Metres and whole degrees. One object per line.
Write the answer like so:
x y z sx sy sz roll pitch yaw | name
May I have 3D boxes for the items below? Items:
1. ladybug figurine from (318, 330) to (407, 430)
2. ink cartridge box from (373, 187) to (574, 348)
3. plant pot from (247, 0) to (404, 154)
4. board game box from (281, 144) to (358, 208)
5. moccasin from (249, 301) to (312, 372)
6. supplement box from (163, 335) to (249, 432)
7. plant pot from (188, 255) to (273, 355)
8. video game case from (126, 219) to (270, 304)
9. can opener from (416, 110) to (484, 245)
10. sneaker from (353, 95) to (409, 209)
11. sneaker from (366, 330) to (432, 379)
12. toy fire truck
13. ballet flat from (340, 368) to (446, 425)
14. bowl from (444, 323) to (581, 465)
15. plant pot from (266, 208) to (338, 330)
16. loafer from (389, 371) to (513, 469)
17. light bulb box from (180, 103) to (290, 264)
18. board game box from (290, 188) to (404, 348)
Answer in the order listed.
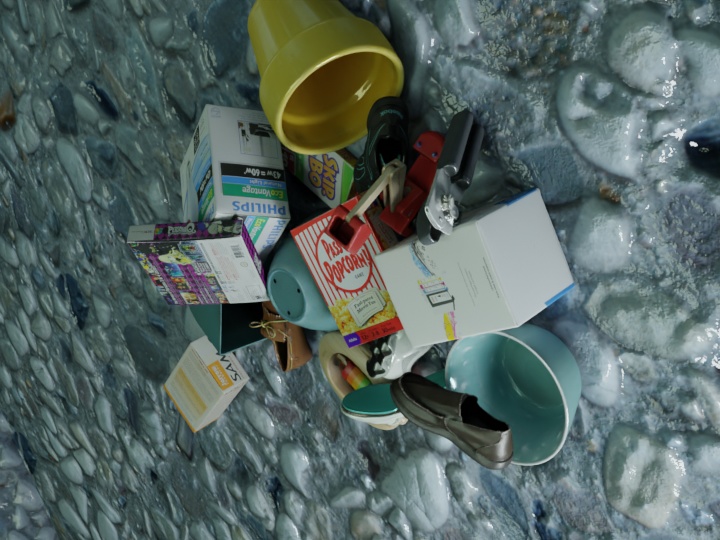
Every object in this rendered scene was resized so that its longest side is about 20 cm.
0.013 0.177 1.523 0.200 0.072 0.136 48 137 17 | ladybug figurine
0.151 0.000 1.232 0.199 0.146 0.146 -17 98 49 | ink cartridge box
-0.065 -0.299 1.282 0.190 0.199 0.201 62 142 26 | plant pot
-0.066 -0.172 1.461 0.200 0.030 0.096 40 134 21 | board game box
-0.145 0.098 1.602 0.073 0.077 0.203 36 152 37 | moccasin
-0.322 0.232 1.898 0.127 0.073 0.200 53 138 11 | supplement box
-0.243 0.024 1.664 0.200 0.140 0.143 39 135 40 | plant pot
-0.247 -0.009 1.437 0.178 0.036 0.201 -3 149 8 | video game case
0.112 -0.124 1.174 0.066 0.202 0.053 -16 131 42 | can opener
0.030 -0.147 1.304 0.202 0.074 0.080 94 174 -45 | sneaker
0.080 0.079 1.414 0.074 0.087 0.202 -118 43 -57 | sneaker
0.049 -0.108 1.227 0.049 0.141 0.201 37 98 28 | toy fire truck
0.070 0.208 1.425 0.197 0.069 0.070 -16 102 7 | ballet flat
0.226 0.155 1.266 0.199 0.104 0.203 24 126 37 | bowl
-0.073 0.016 1.482 0.199 0.134 0.203 23 126 36 | plant pot
0.131 0.190 1.260 0.199 0.073 0.072 29 125 22 | loafer
-0.209 -0.125 1.486 0.198 0.123 0.202 129 138 -53 | light bulb box
0.000 0.000 1.344 0.151 0.046 0.202 -24 95 43 | board game box
